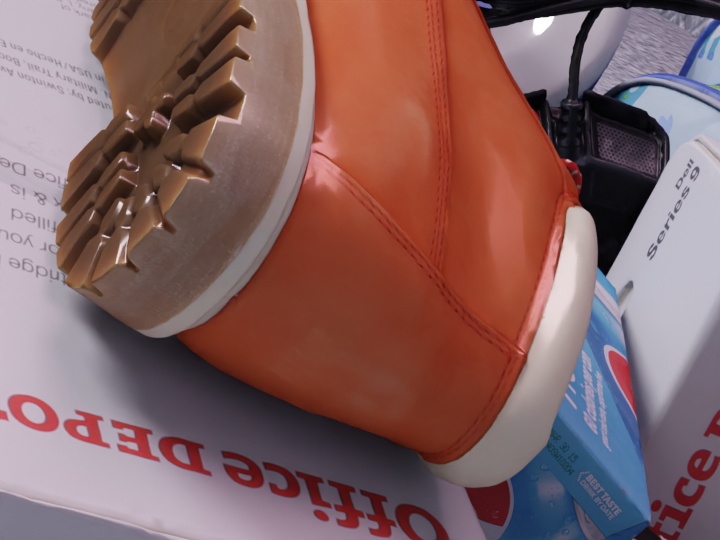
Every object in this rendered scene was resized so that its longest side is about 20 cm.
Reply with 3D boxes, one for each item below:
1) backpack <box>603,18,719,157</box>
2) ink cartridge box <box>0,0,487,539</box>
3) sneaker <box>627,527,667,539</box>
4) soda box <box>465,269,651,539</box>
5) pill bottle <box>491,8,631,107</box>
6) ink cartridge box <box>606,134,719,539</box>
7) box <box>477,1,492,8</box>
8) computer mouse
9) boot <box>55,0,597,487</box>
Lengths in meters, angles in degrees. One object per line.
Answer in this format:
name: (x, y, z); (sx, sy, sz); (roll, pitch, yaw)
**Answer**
backpack: (0.151, 0.004, 0.964); (0.147, 0.201, 0.183); (17, 15, -39)
ink cartridge box: (-0.070, 0.012, 0.583); (0.146, 0.086, 0.200); (19, 34, -34)
sneaker: (0.095, 0.111, 0.682); (0.112, 0.073, 0.200); (23, 10, -12)
soda box: (0.029, 0.026, 0.731); (0.068, 0.064, 0.200); (49, 13, -10)
pill bottle: (0.033, -0.086, 1.043); (0.113, 0.114, 0.200); (27, -11, 1)
ink cartridge box: (0.161, 0.068, 0.842); (0.199, 0.146, 0.084); (23, 13, -15)
box: (-0.043, -0.059, 0.892); (0.121, 0.200, 0.032); (35, -25, 36)
computer mouse: (0.087, -0.018, 0.871); (0.140, 0.201, 0.046); (-5, 19, -7)
boot: (0.000, -0.038, 0.588); (0.107, 0.075, 0.200); (32, 35, -21)
